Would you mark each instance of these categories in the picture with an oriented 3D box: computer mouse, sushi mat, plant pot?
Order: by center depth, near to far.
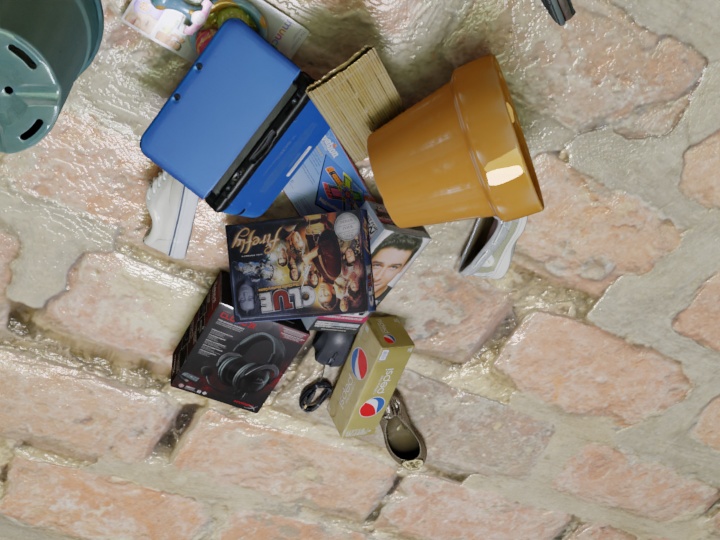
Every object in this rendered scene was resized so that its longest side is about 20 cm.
[{"bbox_3d":[-0.388,-0.240,1.032,0.197,0.197,0.202,-5,129,-6],"label":"plant pot"},{"bbox_3d":[0.003,-0.201,1.174,0.095,0.012,0.200,-33,156,4],"label":"sushi mat"},{"bbox_3d":[0.113,-0.142,1.189,0.181,0.202,0.201,-18,129,15],"label":"plant pot"},{"bbox_3d":[-0.056,0.157,1.496,0.058,0.034,0.202,8,126,-16],"label":"computer mouse"}]

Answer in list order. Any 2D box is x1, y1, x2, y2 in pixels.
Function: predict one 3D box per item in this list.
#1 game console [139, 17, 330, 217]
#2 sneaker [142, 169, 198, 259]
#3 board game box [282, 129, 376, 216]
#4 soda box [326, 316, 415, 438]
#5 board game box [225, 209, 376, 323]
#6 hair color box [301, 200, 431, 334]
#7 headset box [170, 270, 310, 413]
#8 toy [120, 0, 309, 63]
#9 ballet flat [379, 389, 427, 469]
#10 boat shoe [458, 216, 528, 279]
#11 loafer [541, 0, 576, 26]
[{"bbox_3d":[-0.140,-0.181,1.168,0.200,0.118,0.170,-49,163,14],"label":"game console"},{"bbox_3d":[-0.245,-0.102,1.241,0.070,0.073,0.202,13,122,-10],"label":"sneaker"},{"bbox_3d":[-0.058,-0.129,1.281,0.102,0.020,0.201,-24,127,11],"label":"board game box"},{"bbox_3d":[0.013,0.169,1.485,0.063,0.068,0.202,-1,130,-32],"label":"soda box"},{"bbox_3d":[-0.082,-0.004,1.281,0.197,0.035,0.138,-6,90,19],"label":"board game box"},{"bbox_3d":[0.000,0.000,1.345,0.098,0.061,0.201,8,130,-44],"label":"hair color box"},{"bbox_3d":[-0.175,0.103,1.408,0.147,0.078,0.201,22,123,-23],"label":"headset box"},{"bbox_3d":[-0.171,-0.283,1.126,0.199,0.048,0.115,29,120,-26],"label":"toy"},{"bbox_3d":[0.068,0.278,1.600,0.066,0.047,0.202,-15,128,5],"label":"ballet flat"},{"bbox_3d":[0.188,-0.070,1.332,0.064,0.075,0.204,-1,135,-13],"label":"boat shoe"},{"bbox_3d":[0.214,-0.378,1.098,0.062,0.072,0.201,-32,124,9],"label":"loafer"}]
